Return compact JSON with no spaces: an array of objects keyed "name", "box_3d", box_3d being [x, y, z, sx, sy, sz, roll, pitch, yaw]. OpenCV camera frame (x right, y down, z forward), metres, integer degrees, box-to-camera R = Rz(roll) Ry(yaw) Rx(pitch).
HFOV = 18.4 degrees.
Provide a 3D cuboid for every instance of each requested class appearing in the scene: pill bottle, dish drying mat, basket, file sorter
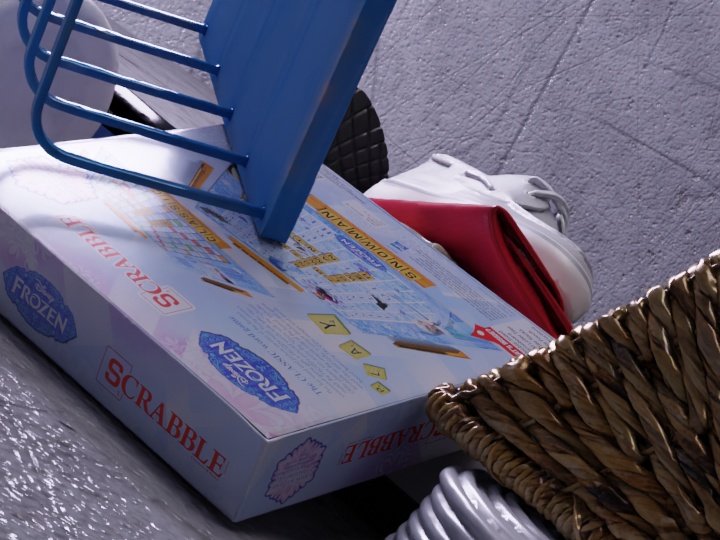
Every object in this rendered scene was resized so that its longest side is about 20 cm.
[{"name":"pill bottle","box_3d":[-0.217,-0.132,1.127,0.200,0.111,0.111,40,6,40]},{"name":"dish drying mat","box_3d":[0.046,-0.003,1.104,0.077,0.018,0.200,56,-14,-14]},{"name":"basket","box_3d":[0.145,0.104,0.857,0.200,0.149,0.143,31,38,-49]},{"name":"file sorter","box_3d":[-0.074,-0.134,0.952,0.122,0.139,0.200,17,25,-21]}]

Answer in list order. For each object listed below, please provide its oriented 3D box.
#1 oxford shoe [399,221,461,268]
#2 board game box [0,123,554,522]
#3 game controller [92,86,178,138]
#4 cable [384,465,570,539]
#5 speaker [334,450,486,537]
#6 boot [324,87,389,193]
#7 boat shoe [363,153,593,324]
[{"name":"oxford shoe","box_3d":[0.000,0.000,1.105,0.200,0.071,0.074,15,-52,56]},{"name":"board game box","box_3d":[-0.045,0.011,0.915,0.200,0.041,0.199,38,29,29]},{"name":"game controller","box_3d":[-0.152,-0.074,1.186,0.200,0.042,0.105,38,-31,34]},{"name":"cable","box_3d":[0.094,0.150,0.818,0.200,0.069,0.200,32,6,-40]},{"name":"speaker","box_3d":[0.002,0.059,0.999,0.200,0.081,0.081,39,6,29]},{"name":"boot","box_3d":[-0.040,-0.051,1.473,0.131,0.068,0.201,40,-35,47]},{"name":"boat shoe","box_3d":[0.072,-0.022,1.155,0.072,0.068,0.200,57,-15,-19]}]
